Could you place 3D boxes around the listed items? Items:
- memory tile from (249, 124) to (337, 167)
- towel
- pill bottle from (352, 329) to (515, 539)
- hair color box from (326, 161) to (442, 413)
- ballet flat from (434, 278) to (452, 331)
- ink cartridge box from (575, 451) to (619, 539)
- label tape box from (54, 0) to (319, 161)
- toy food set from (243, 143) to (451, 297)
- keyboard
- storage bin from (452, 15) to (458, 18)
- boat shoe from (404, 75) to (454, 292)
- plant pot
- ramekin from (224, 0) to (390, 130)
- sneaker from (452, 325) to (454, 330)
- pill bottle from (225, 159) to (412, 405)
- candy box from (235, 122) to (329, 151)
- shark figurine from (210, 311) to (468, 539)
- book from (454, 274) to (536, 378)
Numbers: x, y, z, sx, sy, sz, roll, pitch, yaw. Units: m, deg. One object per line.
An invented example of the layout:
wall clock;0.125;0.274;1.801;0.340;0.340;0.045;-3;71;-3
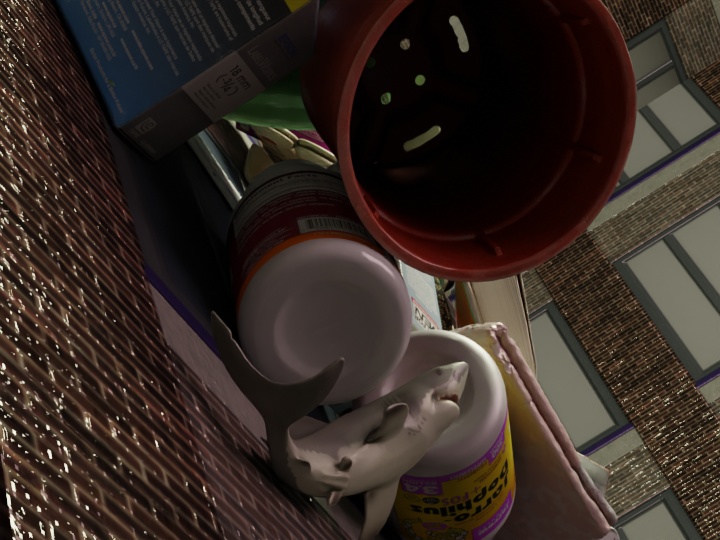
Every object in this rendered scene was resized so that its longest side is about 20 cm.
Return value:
memory tile;-0.034;-0.096;1.322;0.152;0.017;0.200;28;-4;6
towel;0.085;0.133;1.053;0.199;0.032;0.192;-17;-70;50
pill bottle;0.057;0.134;0.951;0.201;0.103;0.105;75;-11;-55
hair color box;0.000;0.000;1.038;0.061;0.098;0.201;47;25;-39
ballet flat;0.046;0.071;1.123;0.076;0.067;0.202;-72;153;-54
ink cartridge box;0.140;0.179;1.114;0.159;0.047;0.202;29;-39;28
label tape box;-0.097;-0.190;0.907;0.145;0.199;0.063;61;7;25
toy food set;-0.012;-0.046;1.309;0.199;0.061;0.144;28;-13;35
keyboard;-0.094;-0.044;1.148;0.201;0.011;0.056;57;5;-22
storage bin;0.059;-0.265;0.987;0.197;0.095;0.200;25;-1;7
boat shoe;0.052;-0.079;1.144;0.063;0.073;0.204;-30;116;-53
plant pot;0.052;-0.118;0.908;0.202;0.200;0.195;56;-5;-25
ramekin;-0.069;-0.189;1.074;0.200;0.197;0.099;42;54;-72
sneaker;0.019;0.038;1.189;0.201;0.076;0.085;54;24;-23
pill bottle;-0.034;-0.003;0.917;0.113;0.112;0.200;56;6;-24
candy box;-0.064;-0.208;1.361;0.135;0.061;0.201;27;-39;23
shark figurine;-0.029;0.092;0.782;0.089;0.129;0.214;32;9;31
book;0.111;0.074;1.131;0.201;0.047;0.135;88;-8;-65
